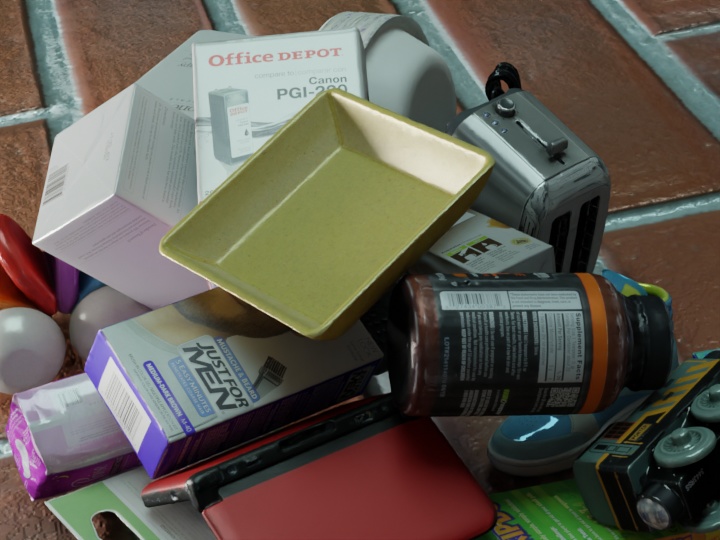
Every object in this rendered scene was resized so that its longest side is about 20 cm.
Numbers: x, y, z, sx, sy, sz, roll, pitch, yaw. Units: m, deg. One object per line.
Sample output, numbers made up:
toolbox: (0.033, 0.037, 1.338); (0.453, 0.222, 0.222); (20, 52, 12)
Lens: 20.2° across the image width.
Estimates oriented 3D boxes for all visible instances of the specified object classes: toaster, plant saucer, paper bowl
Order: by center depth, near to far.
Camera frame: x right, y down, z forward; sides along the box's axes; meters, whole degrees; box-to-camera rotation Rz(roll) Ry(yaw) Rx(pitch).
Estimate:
plant saucer: (-0.021, -0.035, 1.531); (0.200, 0.048, 0.200); (-44, 44, -18)
toaster: (0.143, -0.053, 1.815); (0.114, 0.200, 0.129); (-25, 51, -31)
paper bowl: (0.023, -0.150, 1.981); (0.104, 0.201, 0.201); (7, 32, 26)

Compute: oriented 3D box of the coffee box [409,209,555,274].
coffee box: (0.079, 0.009, 1.768); (0.080, 0.114, 0.200); (-26, 34, -29)

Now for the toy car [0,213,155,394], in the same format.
toy car: (-0.276, 0.007, 1.817); (0.200, 0.150, 0.175); (-13, 28, -10)

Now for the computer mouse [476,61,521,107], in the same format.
computer mouse: (0.108, -0.095, 1.966); (0.053, 0.139, 0.200); (1, 40, 44)

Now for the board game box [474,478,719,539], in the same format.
board game box: (0.160, 0.190, 1.507); (0.200, 0.030, 0.096); (-8, 28, -7)

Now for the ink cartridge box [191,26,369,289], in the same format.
ink cartridge box: (-0.061, -0.093, 1.668); (0.146, 0.085, 0.200); (-5, 61, 1)

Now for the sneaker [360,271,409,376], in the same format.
sneaker: (0.000, 0.000, 1.709); (0.072, 0.072, 0.200); (-27, 56, 40)

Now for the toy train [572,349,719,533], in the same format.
toy train: (0.246, 0.120, 1.491); (0.114, 0.085, 0.200); (1, 33, 46)

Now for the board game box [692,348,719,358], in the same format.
board game box: (0.382, 0.099, 1.601); (0.200, 0.045, 0.152); (-11, 29, -6)

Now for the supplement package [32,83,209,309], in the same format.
supplement package: (-0.161, -0.046, 1.751); (0.120, 0.200, 0.121); (-28, 43, 40)

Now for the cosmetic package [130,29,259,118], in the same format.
cosmetic package: (-0.126, -0.118, 1.996); (0.167, 0.166, 0.200); (8, 33, 26)

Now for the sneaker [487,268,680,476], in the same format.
sneaker: (0.174, 0.072, 1.611); (0.200, 0.131, 0.080); (-29, 36, -33)

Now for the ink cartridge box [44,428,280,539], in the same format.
ink cartridge box: (-0.119, 0.190, 1.550); (0.200, 0.048, 0.146); (-22, 32, -26)

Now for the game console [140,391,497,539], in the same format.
game console: (-0.033, 0.174, 1.497); (0.200, 0.119, 0.172); (-20, -1, -29)

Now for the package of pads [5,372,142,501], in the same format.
package of pads: (-0.179, 0.115, 1.627); (0.200, 0.121, 0.076); (-17, 74, -19)

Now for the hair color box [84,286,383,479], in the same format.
hair color box: (-0.096, 0.071, 1.555); (0.200, 0.065, 0.109); (-20, 65, -34)

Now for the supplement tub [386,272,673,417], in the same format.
supplement tub: (0.125, 0.054, 1.489); (0.200, 0.107, 0.107); (0, 27, -12)
